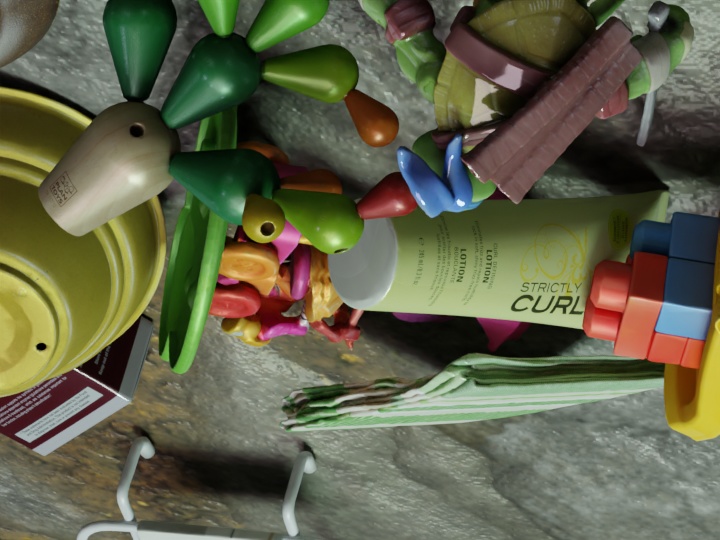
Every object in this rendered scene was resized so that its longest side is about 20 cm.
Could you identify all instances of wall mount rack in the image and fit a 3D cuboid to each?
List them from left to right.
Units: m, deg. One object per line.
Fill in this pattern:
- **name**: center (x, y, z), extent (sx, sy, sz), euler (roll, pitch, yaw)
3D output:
- **wall mount rack**: center (-0.078, 0.181, 1.504), extent (0.199, 0.075, 0.174), euler (4, 141, 16)

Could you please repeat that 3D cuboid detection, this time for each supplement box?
- **supplement box**: center (-0.235, 0.026, 1.342), extent (0.199, 0.061, 0.109), euler (31, 142, -25)

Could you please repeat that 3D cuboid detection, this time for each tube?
- **tube**: center (0.076, -0.006, 1.089), extent (0.199, 0.052, 0.058), euler (3, 140, -41)

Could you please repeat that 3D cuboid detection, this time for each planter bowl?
- **planter bowl**: center (-0.204, 0.007, 1.217), extent (0.199, 0.084, 0.201), euler (-1, 129, -1)

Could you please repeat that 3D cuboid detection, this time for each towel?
- **towel**: center (0.064, 0.064, 1.225), extent (0.152, 0.024, 0.200), euler (0, 170, -30)

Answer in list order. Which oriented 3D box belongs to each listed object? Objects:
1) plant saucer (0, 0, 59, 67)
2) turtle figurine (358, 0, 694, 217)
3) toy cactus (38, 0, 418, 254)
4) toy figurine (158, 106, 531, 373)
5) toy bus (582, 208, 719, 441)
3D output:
- **plant saucer**: center (-0.246, -0.152, 1.115), extent (0.199, 0.032, 0.201), euler (10, 145, 7)
- **turtle figurine**: center (0.075, -0.132, 0.980), extent (0.144, 0.200, 0.194), euler (38, 124, 11)
- **toy cactus**: center (-0.078, -0.073, 1.024), extent (0.165, 0.102, 0.200), euler (-38, 86, 18)
- **toy figurine**: center (0.000, 0.000, 1.166), extent (0.183, 0.151, 0.200), euler (9, 156, -10)
- **toy bus**: center (0.203, 0.034, 1.107), extent (0.191, 0.136, 0.200), euler (6, 147, 5)
